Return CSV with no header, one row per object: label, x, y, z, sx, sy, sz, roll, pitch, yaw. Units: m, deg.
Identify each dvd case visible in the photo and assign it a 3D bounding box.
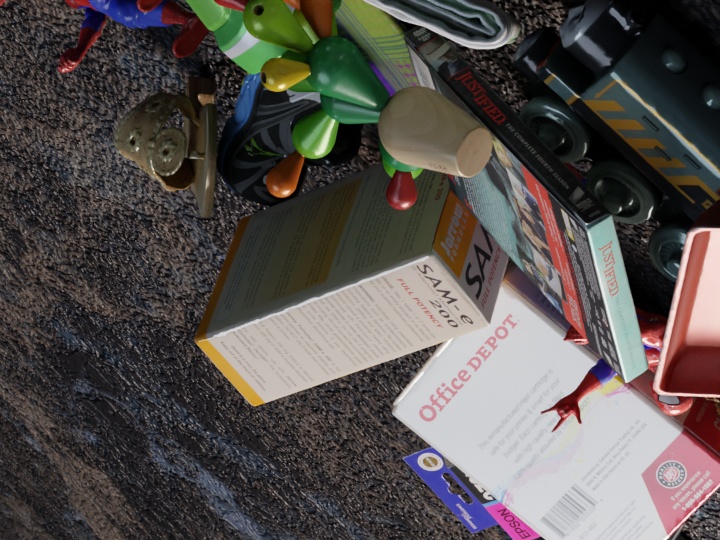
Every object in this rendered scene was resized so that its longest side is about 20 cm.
dvd case,0.097,-0.041,1.491,0.200,0.022,0.146,49,166,40

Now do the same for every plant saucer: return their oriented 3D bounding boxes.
plant saucer,0.271,0.014,1.414,0.199,0.037,0.200,2,150,1

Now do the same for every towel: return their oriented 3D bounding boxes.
towel,-0.037,-0.165,1.661,0.144,0.023,0.200,50,154,-22
towel,0.019,-0.155,1.414,0.149,0.031,0.200,25,-175,3

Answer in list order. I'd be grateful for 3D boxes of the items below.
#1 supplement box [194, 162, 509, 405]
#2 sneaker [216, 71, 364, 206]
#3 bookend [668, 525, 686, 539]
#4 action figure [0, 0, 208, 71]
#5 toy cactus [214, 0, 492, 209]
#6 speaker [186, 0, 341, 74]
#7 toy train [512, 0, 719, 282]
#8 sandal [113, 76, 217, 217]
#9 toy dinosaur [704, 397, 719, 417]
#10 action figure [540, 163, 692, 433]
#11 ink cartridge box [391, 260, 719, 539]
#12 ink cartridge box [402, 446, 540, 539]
supplement box,0.000,0.000,1.681,0.199,0.126,0.074,-20,124,33
sneaker,-0.043,-0.089,1.688,0.083,0.071,0.200,41,154,9
bookend,0.242,0.299,2.003,0.200,0.092,0.199,43,156,-12
action figure,-0.191,-0.174,1.739,0.065,0.099,0.200,54,167,-30
toy cactus,0.001,-0.091,1.471,0.165,0.102,0.200,27,159,39
speaker,-0.099,-0.220,1.547,0.200,0.088,0.088,52,155,-9
toy train,0.179,-0.075,1.441,0.200,0.085,0.114,43,145,-5
sandal,-0.136,-0.089,1.753,0.069,0.078,0.212,4,-163,-5
toy dinosaur,0.274,0.106,1.617,0.199,0.103,0.136,12,167,12
action figure,0.132,0.018,1.589,0.200,0.099,0.065,55,158,0
ink cartridge box,0.145,0.095,1.716,0.200,0.083,0.146,40,125,0
ink cartridge box,0.134,0.143,1.832,0.199,0.037,0.095,-22,125,32
